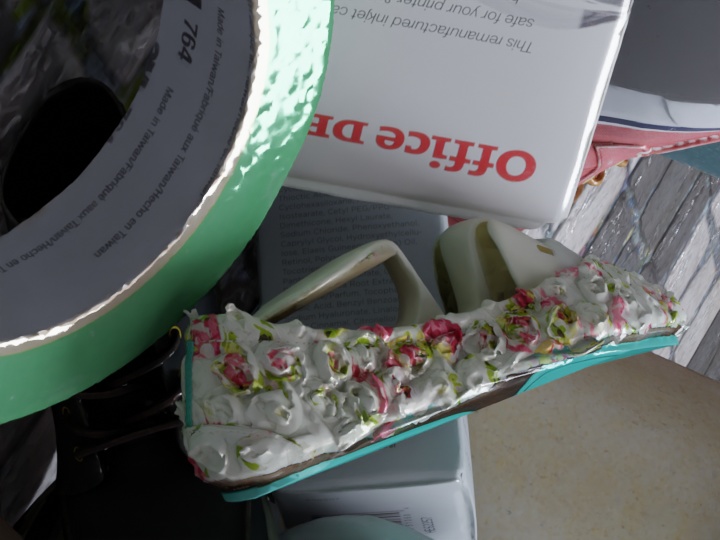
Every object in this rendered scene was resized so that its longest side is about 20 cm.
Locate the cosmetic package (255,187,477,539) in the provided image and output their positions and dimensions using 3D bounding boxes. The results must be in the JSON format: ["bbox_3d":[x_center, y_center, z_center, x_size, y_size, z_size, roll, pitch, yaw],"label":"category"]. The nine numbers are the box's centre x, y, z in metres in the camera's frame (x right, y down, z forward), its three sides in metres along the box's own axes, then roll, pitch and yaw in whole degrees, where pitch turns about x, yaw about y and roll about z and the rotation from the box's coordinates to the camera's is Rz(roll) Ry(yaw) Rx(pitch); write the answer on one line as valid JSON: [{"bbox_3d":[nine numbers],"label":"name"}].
[{"bbox_3d":[0.000,0.000,0.839,0.102,0.073,0.201,79,7,-68],"label":"cosmetic package"}]

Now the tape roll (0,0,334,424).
[{"bbox_3d":[-0.097,-0.051,0.626,0.200,0.048,0.201,-28,137,-30],"label":"tape roll"}]

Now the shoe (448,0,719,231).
[{"bbox_3d":[0.090,-0.064,0.968,0.091,0.198,0.072,88,4,-47],"label":"shoe"}]

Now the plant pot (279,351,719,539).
[{"bbox_3d":[0.074,0.096,0.952,0.201,0.183,0.201,-56,-170,15],"label":"plant pot"}]

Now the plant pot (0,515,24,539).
[{"bbox_3d":[-0.141,0.147,0.682,0.200,0.174,0.201,-50,157,-31],"label":"plant pot"}]

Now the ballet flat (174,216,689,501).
[{"bbox_3d":[0.026,0.018,0.724,0.199,0.064,0.075,-16,179,-37],"label":"ballet flat"}]

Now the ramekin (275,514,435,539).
[{"bbox_3d":[-0.004,0.179,0.746,0.097,0.200,0.201,34,82,-30],"label":"ramekin"}]

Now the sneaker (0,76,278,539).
[{"bbox_3d":[-0.081,0.041,0.745,0.074,0.201,0.106,-16,148,5],"label":"sneaker"}]

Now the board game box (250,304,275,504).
[{"bbox_3d":[-0.004,0.051,1.093,0.151,0.047,0.200,-53,159,-23],"label":"board game box"}]

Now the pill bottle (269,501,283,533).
[{"bbox_3d":[-0.082,0.202,1.000,0.201,0.113,0.113,-63,161,6],"label":"pill bottle"}]

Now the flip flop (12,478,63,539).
[{"bbox_3d":[-0.111,0.150,0.830,0.081,0.057,0.201,-43,-150,39],"label":"flip flop"}]

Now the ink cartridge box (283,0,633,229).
[{"bbox_3d":[0.018,-0.129,0.726,0.083,0.145,0.201,-94,-164,-60],"label":"ink cartridge box"}]

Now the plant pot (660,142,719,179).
[{"bbox_3d":[0.210,-0.179,1.130,0.196,0.195,0.200,-53,151,-23],"label":"plant pot"}]
